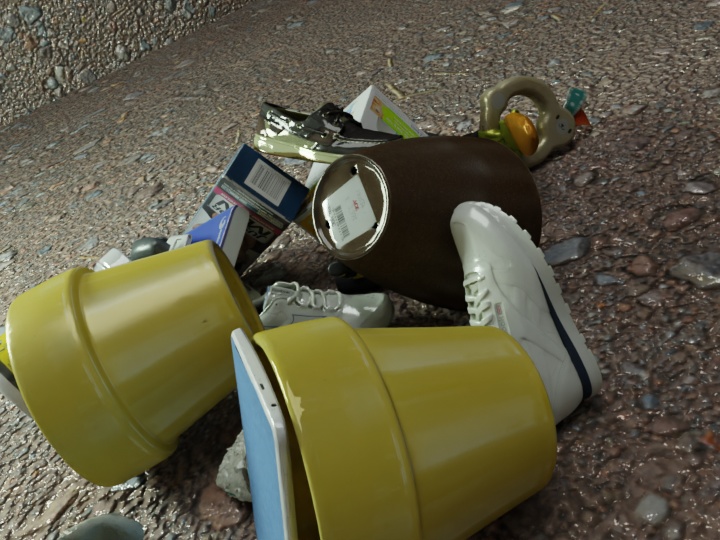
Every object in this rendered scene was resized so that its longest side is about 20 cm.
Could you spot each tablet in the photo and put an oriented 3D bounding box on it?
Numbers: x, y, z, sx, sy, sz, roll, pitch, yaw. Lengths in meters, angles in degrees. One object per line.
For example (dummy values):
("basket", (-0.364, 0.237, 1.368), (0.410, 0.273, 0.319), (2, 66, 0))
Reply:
("tablet", (-0.064, 0.156, 0.500), (0.013, 0.203, 0.130), (-11, 27, -18))

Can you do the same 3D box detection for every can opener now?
("can opener", (-0.267, -0.025, 0.884), (0.199, 0.066, 0.054), (1, 65, 56))

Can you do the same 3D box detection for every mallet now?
("mallet", (0.000, 0.000, 0.777), (0.065, 0.042, 0.200), (-12, -4, 0))

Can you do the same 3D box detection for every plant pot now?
("plant pot", (0.031, 0.124, 0.517), (0.186, 0.204, 0.201), (-13, 28, -17))
("plant pot", (-0.196, 0.070, 0.676), (0.187, 0.202, 0.201), (-28, 31, -2))
("plant pot", (0.051, -0.052, 0.693), (0.185, 0.190, 0.199), (9, 5, 39))

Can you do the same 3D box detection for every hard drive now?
("hard drive", (-0.214, 0.006, 0.871), (0.199, 0.025, 0.134), (-19, 51, 48))

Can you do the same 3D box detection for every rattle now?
("rattle", (0.269, -0.210, 0.952), (0.197, 0.133, 0.143), (-3, -8, -18))

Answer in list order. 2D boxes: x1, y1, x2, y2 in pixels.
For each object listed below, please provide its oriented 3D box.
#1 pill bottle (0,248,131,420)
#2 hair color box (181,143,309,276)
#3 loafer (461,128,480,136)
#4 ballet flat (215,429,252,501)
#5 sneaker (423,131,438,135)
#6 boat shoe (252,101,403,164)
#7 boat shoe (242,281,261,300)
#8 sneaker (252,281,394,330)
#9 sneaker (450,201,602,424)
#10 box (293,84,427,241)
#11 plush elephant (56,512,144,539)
("pill bottle", (-0.339, 0.072, 0.838), (0.200, 0.112, 0.111), (-47, 39, -19))
("hair color box", (-0.155, -0.069, 0.906), (0.200, 0.099, 0.061), (-37, 23, 55))
("loafer", (0.121, -0.129, 0.983), (0.071, 0.074, 0.200), (-5, 28, 41))
("ballet flat", (-0.077, 0.133, 0.676), (0.071, 0.073, 0.201), (1, 36, 30))
("sneaker", (0.041, -0.148, 1.073), (0.197, 0.072, 0.084), (-10, 58, 16))
("boat shoe", (-0.040, -0.160, 0.807), (0.197, 0.066, 0.073), (9, 20, 23))
("boat shoe", (-0.188, 0.032, 0.908), (0.061, 0.073, 0.199), (15, 4, -31))
("sneaker", (-0.061, 0.053, 0.769), (0.197, 0.088, 0.075), (-13, 29, 9))
("sneaker", (0.125, 0.037, 0.596), (0.080, 0.202, 0.076), (-29, -4, -12))
("box", (0.004, -0.123, 0.922), (0.101, 0.112, 0.202), (-31, 31, 41))
("plush elephant", (-0.182, 0.263, 0.467), (0.198, 0.167, 0.155), (27, 5, 11))
